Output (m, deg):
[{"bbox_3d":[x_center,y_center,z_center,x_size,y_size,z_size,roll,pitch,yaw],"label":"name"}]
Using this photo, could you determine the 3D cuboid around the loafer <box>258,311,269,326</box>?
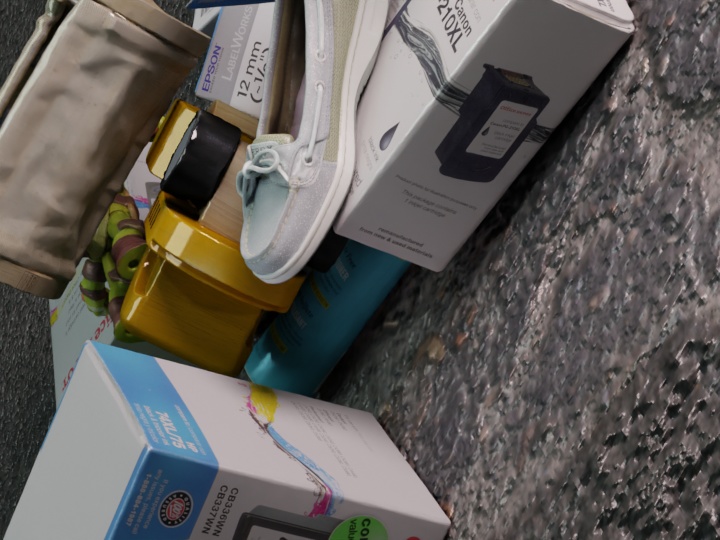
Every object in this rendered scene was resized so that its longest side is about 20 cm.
[{"bbox_3d":[-0.085,-0.057,1.803,0.076,0.068,0.200,-28,51,56],"label":"loafer"}]

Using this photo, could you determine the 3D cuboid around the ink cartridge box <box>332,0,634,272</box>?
[{"bbox_3d":[0.057,-0.124,1.518,0.200,0.084,0.145,-52,34,28],"label":"ink cartridge box"}]

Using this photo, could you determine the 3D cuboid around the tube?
[{"bbox_3d":[0.000,0.000,1.633,0.200,0.050,0.077,-53,40,23],"label":"tube"}]

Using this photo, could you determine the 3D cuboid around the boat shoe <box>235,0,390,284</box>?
[{"bbox_3d":[-0.039,-0.093,1.508,0.074,0.065,0.202,6,79,61],"label":"boat shoe"}]

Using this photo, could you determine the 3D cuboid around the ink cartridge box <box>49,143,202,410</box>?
[{"bbox_3d":[-0.168,0.005,1.914,0.148,0.086,0.200,-53,34,37],"label":"ink cartridge box"}]

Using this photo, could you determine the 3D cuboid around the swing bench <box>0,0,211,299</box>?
[{"bbox_3d":[-0.205,-0.103,1.684,0.199,0.130,0.200,-58,32,5],"label":"swing bench"}]

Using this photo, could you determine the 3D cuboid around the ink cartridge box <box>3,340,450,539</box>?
[{"bbox_3d":[-0.081,0.155,1.517,0.147,0.200,0.146,-67,28,15],"label":"ink cartridge box"}]

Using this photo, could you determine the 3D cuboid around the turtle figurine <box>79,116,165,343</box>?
[{"bbox_3d":[-0.165,-0.036,1.756,0.200,0.064,0.161,-69,28,26],"label":"turtle figurine"}]

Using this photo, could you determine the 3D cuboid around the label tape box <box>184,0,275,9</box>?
[{"bbox_3d":[-0.012,-0.239,1.530,0.200,0.144,0.063,-39,70,42],"label":"label tape box"}]

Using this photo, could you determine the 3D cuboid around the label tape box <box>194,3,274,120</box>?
[{"bbox_3d":[-0.050,-0.171,1.738,0.200,0.066,0.143,22,95,44],"label":"label tape box"}]

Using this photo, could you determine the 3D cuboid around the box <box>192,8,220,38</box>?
[{"bbox_3d":[-0.070,-0.287,1.942,0.156,0.041,0.200,-35,46,53],"label":"box"}]

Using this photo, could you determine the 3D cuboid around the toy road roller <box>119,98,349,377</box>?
[{"bbox_3d":[-0.088,-0.020,1.637,0.146,0.123,0.200,-62,10,6],"label":"toy road roller"}]
